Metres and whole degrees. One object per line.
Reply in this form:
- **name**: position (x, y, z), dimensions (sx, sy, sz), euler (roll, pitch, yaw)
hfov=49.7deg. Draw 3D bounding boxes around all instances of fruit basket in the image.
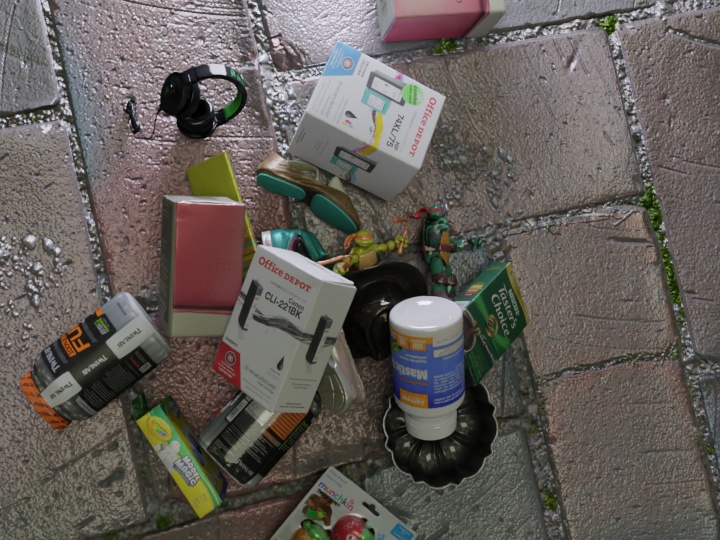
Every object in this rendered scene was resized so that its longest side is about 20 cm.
- **fruit basket**: position (-0.039, 0.442, 1.227), dimensions (0.185, 0.094, 0.200), euler (40, 99, -6)

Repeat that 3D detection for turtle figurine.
- **turtle figurine**: position (0.000, 0.000, 1.261), dimensions (0.199, 0.064, 0.163), euler (-29, 129, -37)
- **turtle figurine**: position (0.146, -0.039, 1.317), dimensions (0.149, 0.100, 0.203), euler (0, 87, -51)

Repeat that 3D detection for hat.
- **hat**: position (0.033, 0.086, 1.234), dimensions (0.198, 0.202, 0.081), euler (-17, 44, -12)

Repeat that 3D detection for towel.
- **towel**: position (-0.219, -0.083, 1.263), dimensions (0.085, 0.018, 0.202), euler (-18, 89, 22)

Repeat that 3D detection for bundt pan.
- **bundt pan**: position (0.125, 0.256, 1.297), dimensions (0.199, 0.076, 0.205), euler (1, 85, -11)

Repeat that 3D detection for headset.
- **headset**: position (-0.281, -0.273, 1.244), dimensions (0.198, 0.124, 0.095), euler (-23, 65, 5)

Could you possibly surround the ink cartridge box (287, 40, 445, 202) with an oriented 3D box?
- **ink cartridge box**: position (0.009, -0.237, 1.265), dimensions (0.198, 0.146, 0.148), euler (24, 68, -9)

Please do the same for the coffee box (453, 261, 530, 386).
- **coffee box**: position (0.205, 0.084, 1.283), dimensions (0.200, 0.044, 0.124), euler (-38, 113, -42)

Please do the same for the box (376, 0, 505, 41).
- **box**: position (0.132, -0.477, 1.332), dimensions (0.197, 0.109, 0.130), euler (-7, 87, -12)

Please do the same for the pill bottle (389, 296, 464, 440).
- **pill bottle**: position (0.103, 0.151, 1.179), dimensions (0.111, 0.112, 0.202), euler (-10, 114, -12)

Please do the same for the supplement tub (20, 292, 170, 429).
- **supplement tub**: position (-0.397, 0.137, 1.168), dimensions (0.199, 0.122, 0.123), euler (-39, 94, -12)

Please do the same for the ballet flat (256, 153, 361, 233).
- **ballet flat**: position (-0.077, -0.137, 1.301), dimensions (0.198, 0.068, 0.073), euler (27, 61, -5)

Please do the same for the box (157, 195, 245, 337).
- **box**: position (-0.244, -0.010, 1.186), dimensions (0.108, 0.128, 0.203), euler (0, 99, -23)

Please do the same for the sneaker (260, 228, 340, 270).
- **sneaker**: position (-0.085, 0.021, 1.270), dimensions (0.119, 0.084, 0.202), euler (-14, 84, -4)

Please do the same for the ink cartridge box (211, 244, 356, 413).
- **ink cartridge box**: position (-0.111, 0.082, 1.120), dimensions (0.083, 0.144, 0.202), euler (15, 99, -52)

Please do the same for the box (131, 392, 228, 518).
- **box**: position (-0.278, 0.270, 1.192), dimensions (0.048, 0.117, 0.201), euler (-35, 93, -6)

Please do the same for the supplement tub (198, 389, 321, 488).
- **supplement tub**: position (-0.147, 0.229, 1.220), dimensions (0.123, 0.122, 0.200), euler (44, 78, -5)

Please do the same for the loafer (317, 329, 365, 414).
- **loafer**: position (-0.048, 0.121, 1.193), dimensions (0.063, 0.072, 0.202), euler (-1, 67, -50)
